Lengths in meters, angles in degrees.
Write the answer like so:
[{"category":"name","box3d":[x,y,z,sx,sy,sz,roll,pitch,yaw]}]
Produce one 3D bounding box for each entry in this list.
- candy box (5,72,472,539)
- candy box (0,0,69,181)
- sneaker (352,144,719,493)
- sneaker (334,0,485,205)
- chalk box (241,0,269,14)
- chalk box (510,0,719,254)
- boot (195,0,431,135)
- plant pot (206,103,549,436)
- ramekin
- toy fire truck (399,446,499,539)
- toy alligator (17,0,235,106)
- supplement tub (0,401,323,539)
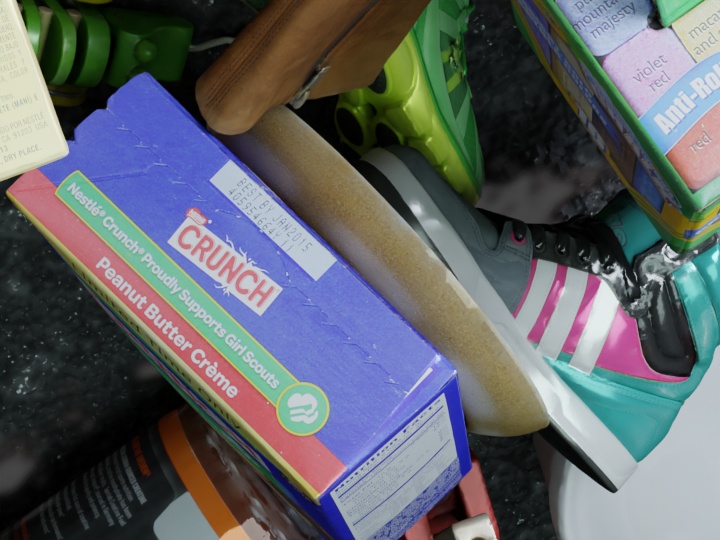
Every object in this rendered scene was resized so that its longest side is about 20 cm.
[{"category":"candy box","box3d":[-0.040,0.028,0.923,0.077,0.169,0.200,-44,166,-8]},{"category":"candy box","box3d":[-0.168,-0.133,0.833,0.055,0.115,0.201,-22,105,-9]},{"category":"sneaker","box3d":[0.091,-0.009,0.974,0.121,0.084,0.200,-45,122,-7]},{"category":"sneaker","box3d":[0.026,-0.100,0.978,0.084,0.074,0.200,-47,143,-22]},{"category":"chalk box","box3d":[-0.056,-0.192,0.868,0.125,0.124,0.200,36,103,-33]},{"category":"chalk box","box3d":[0.132,-0.096,0.817,0.124,0.200,0.124,-34,84,3]},{"category":"boot","box3d":[0.049,-0.132,0.849,0.188,0.068,0.200,-29,160,-47]},{"category":"plant pot","box3d":[0.000,0.000,0.957,0.027,0.200,0.200,-43,125,-7]},{"category":"ramekin","box3d":[0.175,0.068,1.126,0.202,0.094,0.203,-9,122,-14]},{"category":"toy fire truck","box3d":[0.045,0.124,1.083,0.049,0.141,0.200,-19,124,-8]},{"category":"toy alligator","box3d":[-0.111,-0.094,0.950,0.199,0.054,0.059,7,117,-23]},{"category":"supplement tub","box3d":[-0.089,0.130,1.059,0.200,0.107,0.107,-36,125,3]}]
